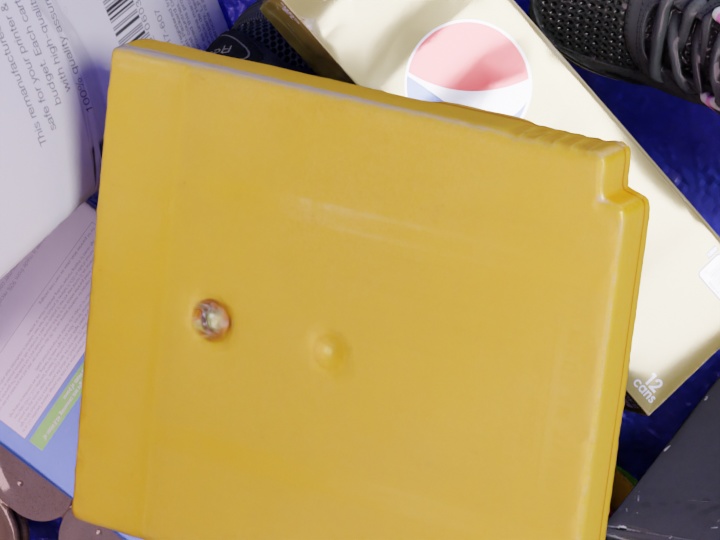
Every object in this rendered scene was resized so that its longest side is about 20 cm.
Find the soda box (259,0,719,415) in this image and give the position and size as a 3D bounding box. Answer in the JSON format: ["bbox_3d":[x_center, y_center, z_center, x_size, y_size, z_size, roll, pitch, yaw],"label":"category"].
[{"bbox_3d":[0.053,-0.043,1.025,0.064,0.068,0.200,-41,95,-5],"label":"soda box"}]

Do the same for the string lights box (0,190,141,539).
[{"bbox_3d":[-0.064,0.062,1.151,0.200,0.059,0.103,37,99,5],"label":"string lights box"}]

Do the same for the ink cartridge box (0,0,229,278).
[{"bbox_3d":[-0.144,-0.093,1.038,0.084,0.200,0.147,-7,113,32],"label":"ink cartridge box"}]

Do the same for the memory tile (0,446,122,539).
[{"bbox_3d":[-0.124,0.102,1.242,0.200,0.017,0.153,48,127,7],"label":"memory tile"}]

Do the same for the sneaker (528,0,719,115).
[{"bbox_3d":[0.144,-0.075,0.958,0.199,0.086,0.081,12,122,26],"label":"sneaker"}]

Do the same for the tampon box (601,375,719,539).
[{"bbox_3d":[0.177,0.149,1.031,0.126,0.150,0.201,9,122,27],"label":"tampon box"}]

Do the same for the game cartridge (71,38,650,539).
[{"bbox_3d":[-0.003,0.025,0.980,0.199,0.032,0.177,14,107,24],"label":"game cartridge"}]

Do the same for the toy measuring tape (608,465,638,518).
[{"bbox_3d":[0.093,0.139,1.082,0.074,0.073,0.201,-45,48,40],"label":"toy measuring tape"}]

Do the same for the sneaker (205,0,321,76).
[{"bbox_3d":[0.000,0.000,1.070,0.076,0.114,0.200,-30,102,40],"label":"sneaker"}]
